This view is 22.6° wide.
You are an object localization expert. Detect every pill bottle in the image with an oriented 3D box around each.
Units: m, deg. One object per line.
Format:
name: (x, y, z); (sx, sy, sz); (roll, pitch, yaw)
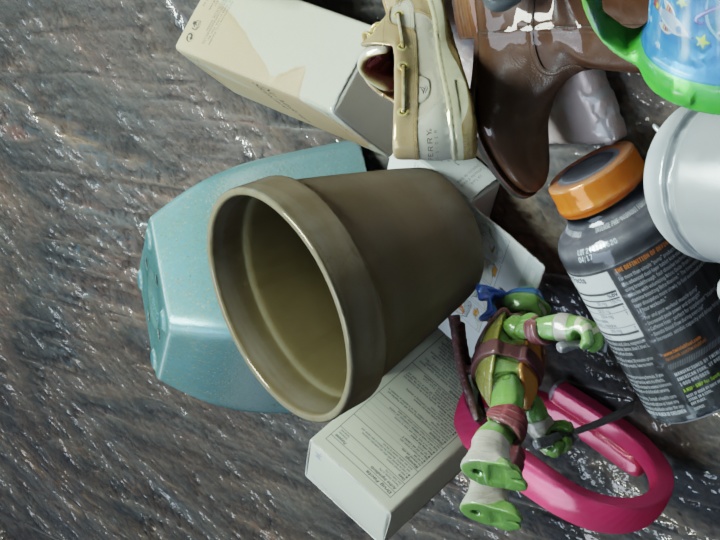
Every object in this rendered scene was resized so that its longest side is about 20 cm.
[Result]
pill bottle: (0.215, 0.005, 1.330); (0.106, 0.106, 0.200); (-5, 119, 59)

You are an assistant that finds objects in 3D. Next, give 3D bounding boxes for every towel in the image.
towel: (0.100, -0.186, 1.354); (0.191, 0.032, 0.200); (7, 129, 55)

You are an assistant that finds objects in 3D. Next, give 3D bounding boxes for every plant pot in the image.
plant pot: (-0.094, 0.017, 1.638); (0.196, 0.199, 0.197); (114, 146, -60)
plant pot: (0.000, 0.000, 1.466); (0.200, 0.173, 0.200); (37, 139, 41)

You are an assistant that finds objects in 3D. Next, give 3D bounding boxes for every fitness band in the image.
fitness band: (0.174, 0.152, 1.536); (0.200, 0.144, 0.038); (33, 120, 26)

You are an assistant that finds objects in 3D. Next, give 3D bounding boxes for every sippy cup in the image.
sippy cup: (0.228, -0.180, 1.055); (0.140, 0.177, 0.131); (-124, 19, -52)

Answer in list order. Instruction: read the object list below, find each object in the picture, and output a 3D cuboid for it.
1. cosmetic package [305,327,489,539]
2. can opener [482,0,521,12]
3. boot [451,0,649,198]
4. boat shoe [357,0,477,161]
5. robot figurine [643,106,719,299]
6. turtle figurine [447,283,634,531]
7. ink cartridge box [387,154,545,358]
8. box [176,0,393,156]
cosmetic package: (0.055, 0.142, 1.641); (0.104, 0.200, 0.073); (42, 153, 19)
can opener: (0.046, -0.258, 1.242); (0.053, 0.067, 0.200); (22, -138, -60)
boot: (0.168, -0.134, 1.238); (0.200, 0.064, 0.187); (2, 122, 37)
boat shoe: (0.032, -0.154, 1.298); (0.200, 0.069, 0.074); (-105, 6, -45)
robot figurine: (0.265, -0.058, 1.166); (0.200, 0.113, 0.170); (8, 96, 53)
turtle figurine: (0.157, 0.107, 1.421); (0.200, 0.194, 0.144); (34, 146, -15)
ink cartridge box: (0.090, -0.015, 1.568); (0.174, 0.044, 0.200); (41, 151, 18)
box: (-0.048, -0.173, 1.495); (0.200, 0.078, 0.095); (26, 175, 42)
